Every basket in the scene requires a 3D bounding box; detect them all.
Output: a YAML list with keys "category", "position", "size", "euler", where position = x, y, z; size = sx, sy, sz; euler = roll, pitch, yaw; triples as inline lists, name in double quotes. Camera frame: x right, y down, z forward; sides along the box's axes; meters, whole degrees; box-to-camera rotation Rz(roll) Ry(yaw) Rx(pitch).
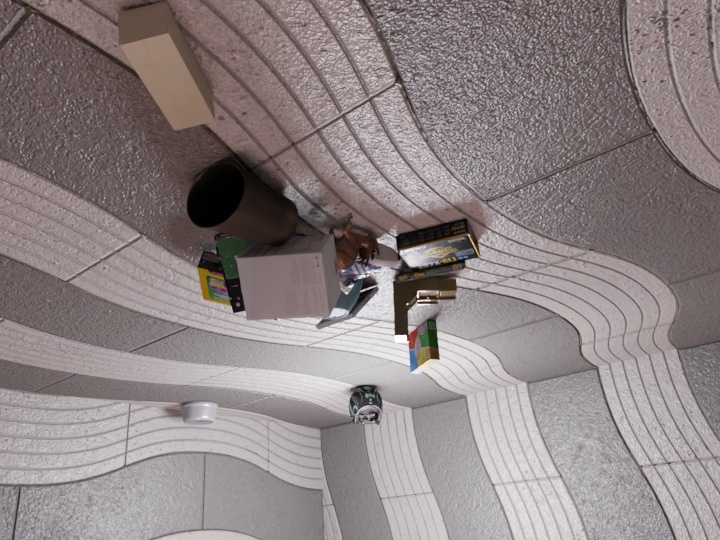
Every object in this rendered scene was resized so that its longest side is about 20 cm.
- category: "basket"
  position: [-0.239, -0.131, 1.309]
  size: [0.178, 0.139, 0.199]
  euler: [-3, 165, 35]

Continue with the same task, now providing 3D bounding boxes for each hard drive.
- category: "hard drive"
  position: [-0.275, -0.004, 1.522]
  size: [0.137, 0.204, 0.038]
  euler: [-11, -165, 6]

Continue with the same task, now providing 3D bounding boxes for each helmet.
- category: "helmet"
  position: [0.027, 0.703, 3.174]
  size: [0.196, 0.191, 0.203]
  euler: [-5, 118, -9]

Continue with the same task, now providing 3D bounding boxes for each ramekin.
- category: "ramekin"
  position: [-0.872, 0.774, 3.295]
  size: [0.198, 0.096, 0.203]
  euler: [-4, 156, -2]

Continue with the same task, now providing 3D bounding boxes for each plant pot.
- category: "plant pot"
  position: [-0.083, 0.061, 1.763]
  size: [0.196, 0.137, 0.201]
  euler: [-4, 157, -2]

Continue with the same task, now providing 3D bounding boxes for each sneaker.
- category: "sneaker"
  position: [0.000, 0.000, 1.648]
  size: [0.196, 0.081, 0.148]
  euler: [7, 129, -6]

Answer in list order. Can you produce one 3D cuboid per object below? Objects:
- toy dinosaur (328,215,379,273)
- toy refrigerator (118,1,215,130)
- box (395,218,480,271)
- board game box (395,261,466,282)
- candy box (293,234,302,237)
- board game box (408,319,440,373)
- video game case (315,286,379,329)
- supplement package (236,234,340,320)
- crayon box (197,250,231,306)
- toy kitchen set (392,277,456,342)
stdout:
- category: "toy dinosaur"
  position: [-0.034, -0.041, 1.524]
  size: [0.136, 0.200, 0.086]
  euler: [49, 164, -16]
- category: "toy refrigerator"
  position: [-0.298, -0.315, 0.956]
  size: [0.074, 0.071, 0.201]
  euler: [-13, 157, 2]
- category: "box"
  position: [0.211, -0.064, 1.641]
  size: [0.196, 0.050, 0.160]
  euler: [-12, 157, 17]
- category: "board game box"
  position: [0.205, 0.001, 1.764]
  size: [0.196, 0.024, 0.105]
  euler: [-11, -174, 13]
- category: "candy box"
  position: [-0.202, -0.027, 1.631]
  size: [0.134, 0.062, 0.199]
  euler: [13, 152, -30]
- category: "board game box"
  position: [0.239, 0.294, 2.326]
  size: [0.040, 0.156, 0.200]
  euler: [5, 155, -17]
- category: "video game case"
  position: [-0.038, 0.114, 1.884]
  size: [0.142, 0.018, 0.200]
  euler: [-21, -168, 32]
- category: "supplement package"
  position: [-0.161, 0.014, 1.412]
  size: [0.196, 0.155, 0.151]
  euler: [-3, -162, 10]
- category: "crayon box"
  position: [-0.327, 0.037, 1.637]
  size: [0.196, 0.059, 0.173]
  euler: [14, 148, 0]
- category: "toy kitchen set"
  position: [0.204, 0.137, 1.926]
  size: [0.196, 0.184, 0.164]
  euler: [-2, 158, 5]
